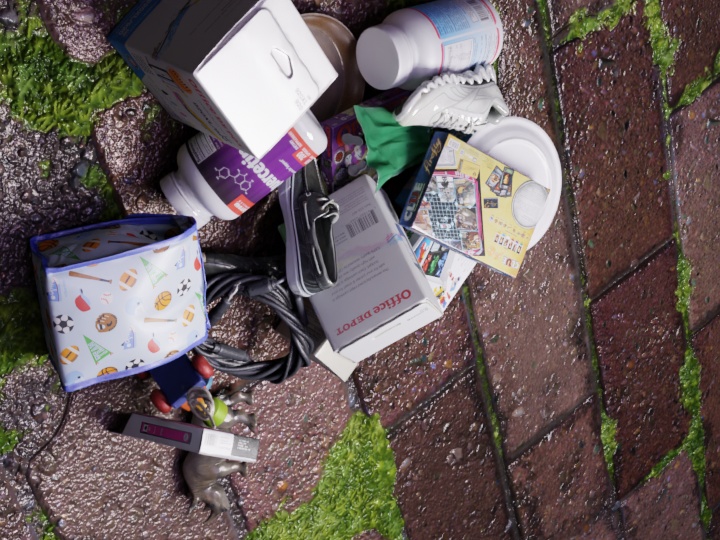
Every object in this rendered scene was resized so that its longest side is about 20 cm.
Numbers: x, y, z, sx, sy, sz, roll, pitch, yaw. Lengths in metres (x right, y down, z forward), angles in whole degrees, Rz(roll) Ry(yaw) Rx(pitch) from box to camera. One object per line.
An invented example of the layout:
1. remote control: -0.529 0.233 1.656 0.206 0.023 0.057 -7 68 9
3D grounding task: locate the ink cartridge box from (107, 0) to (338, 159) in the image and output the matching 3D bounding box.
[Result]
1. ink cartridge box: -0.159 -0.248 1.463 0.145 0.199 0.147 -49 133 -12

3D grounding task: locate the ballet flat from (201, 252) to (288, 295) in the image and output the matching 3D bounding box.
1. ballet flat: -0.158 -0.002 1.694 0.199 0.057 0.066 6 144 -40

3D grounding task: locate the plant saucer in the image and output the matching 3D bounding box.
1. plant saucer: -0.080 -0.238 1.656 0.199 0.032 0.202 -19 121 -35

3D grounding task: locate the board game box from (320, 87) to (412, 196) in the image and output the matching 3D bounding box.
1. board game box: 0.022 -0.181 1.746 0.199 0.032 0.121 -31 132 -37

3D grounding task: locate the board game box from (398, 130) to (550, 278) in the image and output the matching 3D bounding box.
1. board game box: 0.157 -0.087 1.723 0.199 0.035 0.136 25 86 -34

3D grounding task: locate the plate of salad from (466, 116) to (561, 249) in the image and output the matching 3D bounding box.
1. plate of salad: 0.202 -0.118 1.794 0.199 0.048 0.202 -8 105 -31

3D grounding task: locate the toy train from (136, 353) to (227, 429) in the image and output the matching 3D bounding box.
1. toy train: -0.206 0.165 1.616 0.085 0.200 0.116 -40 139 -3

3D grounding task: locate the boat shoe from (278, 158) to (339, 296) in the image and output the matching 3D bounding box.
1. boat shoe: -0.058 -0.069 1.636 0.072 0.070 0.202 4 79 -61

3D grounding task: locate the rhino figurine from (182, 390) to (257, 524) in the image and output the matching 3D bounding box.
1. rhino figurine: -0.202 0.261 1.757 0.087 0.060 0.202 4 108 -22

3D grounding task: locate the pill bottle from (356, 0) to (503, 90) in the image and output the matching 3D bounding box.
1. pill bottle: 0.092 -0.305 1.708 0.199 0.108 0.110 -22 123 -40

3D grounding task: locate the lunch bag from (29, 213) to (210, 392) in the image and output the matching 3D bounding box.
1. lunch bag: -0.284 0.029 1.532 0.198 0.124 0.171 -14 120 -20

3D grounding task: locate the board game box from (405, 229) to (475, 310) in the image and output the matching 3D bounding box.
1. board game box: 0.128 -0.049 1.800 0.200 0.034 0.127 -53 134 -25

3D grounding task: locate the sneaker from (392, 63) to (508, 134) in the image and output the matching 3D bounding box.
1. sneaker: 0.126 -0.218 1.687 0.199 0.075 0.081 -21 79 -41

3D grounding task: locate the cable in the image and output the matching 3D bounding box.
1. cable: -0.146 0.087 1.687 0.162 0.051 0.201 -11 133 -1

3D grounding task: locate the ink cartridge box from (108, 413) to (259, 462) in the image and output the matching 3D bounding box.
1. ink cartridge box: -0.228 0.212 1.627 0.094 0.199 0.037 18 78 -44

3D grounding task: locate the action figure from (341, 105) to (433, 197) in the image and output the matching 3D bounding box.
1. action figure: 0.045 -0.173 1.697 0.200 0.054 0.119 -24 107 -56

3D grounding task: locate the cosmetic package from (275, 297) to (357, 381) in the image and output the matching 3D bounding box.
1. cosmetic package: -0.014 0.041 1.794 0.201 0.103 0.087 -53 134 -8

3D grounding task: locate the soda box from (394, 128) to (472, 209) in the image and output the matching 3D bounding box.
1. soda box: 0.141 -0.157 1.860 0.201 0.068 0.064 -54 133 -8

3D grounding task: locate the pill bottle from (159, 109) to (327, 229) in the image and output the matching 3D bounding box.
1. pill bottle: -0.146 -0.140 1.562 0.199 0.113 0.112 -37 133 7

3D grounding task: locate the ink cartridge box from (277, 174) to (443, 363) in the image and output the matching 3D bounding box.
1. ink cartridge box: 0.000 0.000 1.682 0.145 0.201 0.087 -30 156 10
